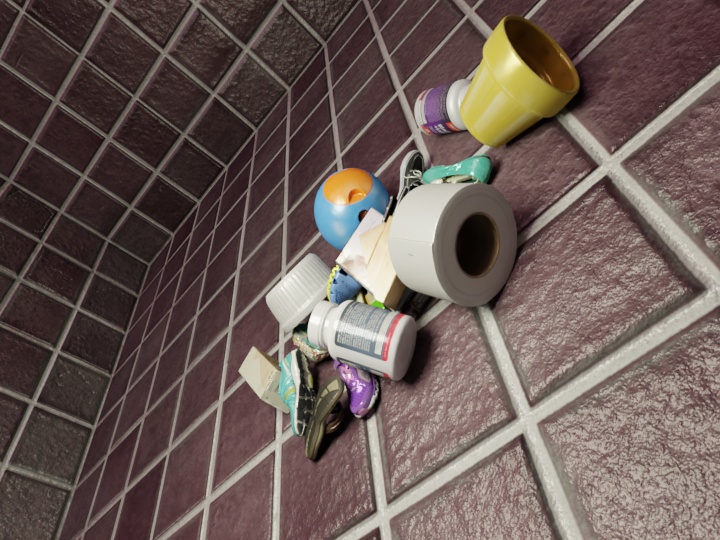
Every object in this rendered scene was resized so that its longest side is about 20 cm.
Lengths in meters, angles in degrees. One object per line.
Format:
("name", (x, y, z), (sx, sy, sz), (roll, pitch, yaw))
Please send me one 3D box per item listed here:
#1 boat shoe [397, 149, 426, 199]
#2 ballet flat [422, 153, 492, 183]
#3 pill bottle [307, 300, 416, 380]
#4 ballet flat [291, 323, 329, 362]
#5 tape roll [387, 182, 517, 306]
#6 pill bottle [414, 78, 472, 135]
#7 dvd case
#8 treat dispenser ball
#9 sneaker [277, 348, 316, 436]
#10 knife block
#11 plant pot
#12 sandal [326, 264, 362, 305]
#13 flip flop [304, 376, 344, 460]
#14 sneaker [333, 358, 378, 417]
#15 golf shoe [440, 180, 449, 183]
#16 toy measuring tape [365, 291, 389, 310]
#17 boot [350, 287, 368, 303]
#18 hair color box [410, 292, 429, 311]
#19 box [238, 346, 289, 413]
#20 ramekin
("boat shoe", (0.130, -0.204, 1.281), (0.067, 0.073, 0.206), (-12, 53, 52))
("ballet flat", (0.203, -0.198, 1.169), (0.197, 0.066, 0.073), (-7, 64, 52))
("pill bottle", (0.001, 0.125, 1.026), (0.193, 0.120, 0.123), (14, 67, 24))
("ballet flat", (-0.118, 0.188, 1.303), (0.199, 0.073, 0.067), (-151, 65, -65))
("tape roll", (0.165, -0.051, 0.950), (0.138, 0.201, 0.208), (14, 72, 58))
("pill bottle", (0.227, -0.394, 1.280), (0.198, 0.110, 0.114), (12, 70, 59))
("dvd case", (0.050, -0.022, 1.086), (0.198, 0.017, 0.145), (37, 93, 31))
("treat dispenser ball", (-0.019, -0.150, 1.329), (0.199, 0.199, 0.206), (-36, 34, 30))
("sneaker", (-0.146, 0.281, 1.202), (0.078, 0.077, 0.205), (-30, 48, 21))
("knife block", (0.090, -0.051, 1.025), (0.171, 0.064, 0.207), (-24, 64, 20))
("plant pot", (0.303, -0.362, 1.070), (0.189, 0.195, 0.206), (-48, 26, 46))
("sandal", (0.000, 0.000, 1.154), (0.087, 0.079, 0.203), (41, 102, 36))
("flip flop", (-0.067, 0.305, 1.089), (0.082, 0.055, 0.206), (-110, 35, -64))
("sneaker", (-0.018, 0.204, 1.097), (0.080, 0.088, 0.204), (-38, 35, 24))
("golf shoe", (0.135, -0.112, 1.146), (0.195, 0.087, 0.080), (-18, 51, 35))
("toy measuring tape", (0.044, 0.069, 1.155), (0.074, 0.073, 0.202), (-47, 26, 13))
("boot", (-0.036, 0.071, 1.271), (0.154, 0.071, 0.204), (-42, 34, 24))
("hair color box", (0.096, -0.008, 1.155), (0.113, 0.063, 0.200), (-54, 30, 2))
("box", (-0.231, 0.274, 1.350), (0.079, 0.094, 0.198), (-58, 30, -7))
("ramekin", (-0.151, 0.050, 1.352), (0.199, 0.106, 0.200), (-43, 5, 5))
